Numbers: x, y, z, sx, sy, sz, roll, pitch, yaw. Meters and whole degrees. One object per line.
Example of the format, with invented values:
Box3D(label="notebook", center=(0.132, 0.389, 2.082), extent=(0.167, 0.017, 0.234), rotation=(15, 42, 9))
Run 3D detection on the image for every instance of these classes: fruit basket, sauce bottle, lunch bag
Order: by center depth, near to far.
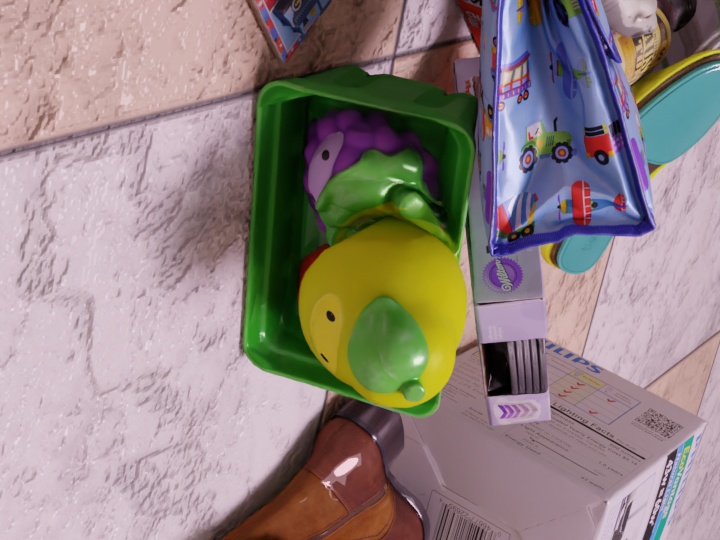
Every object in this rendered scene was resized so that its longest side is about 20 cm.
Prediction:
Box3D(label="lunch bag", center=(0.096, -0.136, 0.821), extent=(0.151, 0.093, 0.202), rotation=(-81, 160, -59))
Box3D(label="fruit basket", center=(0.000, 0.000, 0.888), extent=(0.215, 0.154, 0.219), rotation=(15, 90, -75))
Box3D(label="sauce bottle", center=(0.178, -0.161, 1.048), extent=(0.200, 0.065, 0.067), rotation=(-37, 142, -47))

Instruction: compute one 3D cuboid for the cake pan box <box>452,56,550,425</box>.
Box3D(label="cake pan box", center=(0.097, -0.015, 1.046), extent=(0.185, 0.052, 0.202), rotation=(73, 12, -58))

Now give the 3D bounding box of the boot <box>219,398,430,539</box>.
Box3D(label="boot", center=(-0.031, 0.214, 1.104), extent=(0.200, 0.068, 0.190), rotation=(-45, 147, -34))

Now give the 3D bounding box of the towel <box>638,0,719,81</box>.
Box3D(label="towel", center=(0.225, -0.161, 1.156), extent=(0.200, 0.031, 0.150), rotation=(-46, -161, 25))

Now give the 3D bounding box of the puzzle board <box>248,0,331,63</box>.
Box3D(label="puzzle board", center=(-0.010, -0.235, 0.839), extent=(0.201, 0.017, 0.151), rotation=(-57, 152, -18))

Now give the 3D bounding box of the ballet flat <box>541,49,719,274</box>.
Box3D(label="ballet flat", center=(0.186, -0.088, 1.081), extent=(0.066, 0.067, 0.201), rotation=(18, 120, -32))

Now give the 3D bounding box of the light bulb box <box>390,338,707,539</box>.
Box3D(label="light bulb box", center=(0.145, 0.160, 1.236), extent=(0.199, 0.197, 0.126), rotation=(-20, 130, -53))

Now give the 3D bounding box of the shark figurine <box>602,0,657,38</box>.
Box3D(label="shark figurine", center=(0.118, -0.241, 0.945), extent=(0.128, 0.089, 0.217), rotation=(-26, 109, -45))

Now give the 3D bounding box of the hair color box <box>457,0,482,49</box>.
Box3D(label="hair color box", center=(0.135, -0.191, 1.086), extent=(0.112, 0.063, 0.200), rotation=(-59, 151, -12))
